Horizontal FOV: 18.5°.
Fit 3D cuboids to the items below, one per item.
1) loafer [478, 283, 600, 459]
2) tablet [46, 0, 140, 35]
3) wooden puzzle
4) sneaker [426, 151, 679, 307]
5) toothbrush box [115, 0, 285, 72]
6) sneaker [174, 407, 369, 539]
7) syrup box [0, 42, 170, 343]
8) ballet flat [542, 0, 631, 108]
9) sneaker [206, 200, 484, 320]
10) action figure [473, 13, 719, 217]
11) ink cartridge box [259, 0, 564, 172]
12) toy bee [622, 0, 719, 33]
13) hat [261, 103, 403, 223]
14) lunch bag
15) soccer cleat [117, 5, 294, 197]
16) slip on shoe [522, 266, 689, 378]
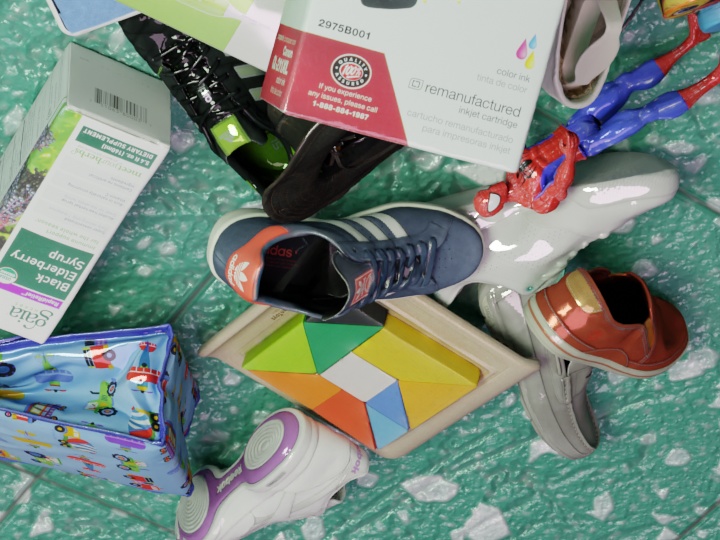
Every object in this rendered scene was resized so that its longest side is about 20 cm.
[{"bbox_3d":[0.150,0.067,1.672,0.070,0.070,0.200,-14,131,17],"label":"loafer"},{"bbox_3d":[-0.120,-0.232,1.381,0.200,0.014,0.130,-19,122,8],"label":"tablet"},{"bbox_3d":[0.004,0.070,1.636,0.200,0.037,0.185,28,140,-22],"label":"wooden puzzle"},{"bbox_3d":[0.137,-0.025,1.574,0.200,0.075,0.089,-14,104,17],"label":"sneaker"},{"bbox_3d":[-0.101,-0.230,1.325,0.200,0.086,0.146,24,117,-17],"label":"toothbrush box"},{"bbox_3d":[-0.073,0.181,1.727,0.100,0.075,0.200,21,141,-30],"label":"sneaker"},{"bbox_3d":[-0.210,-0.050,1.522,0.079,0.081,0.200,22,124,-22],"label":"syrup box"},{"bbox_3d":[0.153,-0.183,1.371,0.069,0.069,0.200,5,133,-11],"label":"ballet flat"},{"bbox_3d":[0.000,0.000,1.494,0.200,0.085,0.075,-4,114,-21],"label":"sneaker"},{"bbox_3d":[0.150,-0.107,1.488,0.200,0.065,0.099,-37,148,8],"label":"action figure"},{"bbox_3d":[0.041,-0.172,1.257,0.146,0.083,0.200,14,97,-12],"label":"ink cartridge box"},{"bbox_3d":[0.232,-0.185,1.422,0.200,0.109,0.131,-40,86,2],"label":"toy bee"},{"bbox_3d":[0.000,-0.121,1.404,0.201,0.081,0.201,-36,167,-10],"label":"hat"},{"bbox_3d":[-0.228,0.105,1.628,0.200,0.094,0.151,1,159,4],"label":"lunch bag"},{"bbox_3d":[-0.095,-0.123,1.471,0.067,0.081,0.200,-28,128,17],"label":"soccer cleat"},{"bbox_3d":[0.192,0.034,1.604,0.061,0.074,0.200,-42,153,23],"label":"slip on shoe"}]
